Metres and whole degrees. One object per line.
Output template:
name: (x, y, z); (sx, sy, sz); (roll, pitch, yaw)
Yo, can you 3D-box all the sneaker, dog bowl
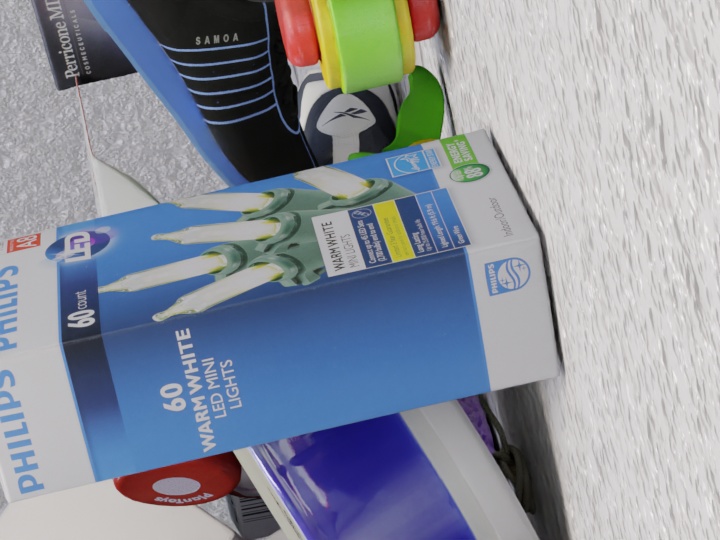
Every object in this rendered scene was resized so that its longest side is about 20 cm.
sneaker: (-0.061, -0.106, 1.053); (0.200, 0.078, 0.070); (51, -164, -39)
sneaker: (0.000, 0.000, 1.183); (0.130, 0.079, 0.201); (-90, 1, -60)
dog bowl: (0.002, 0.087, 0.907); (0.201, 0.078, 0.200); (56, 172, 12)

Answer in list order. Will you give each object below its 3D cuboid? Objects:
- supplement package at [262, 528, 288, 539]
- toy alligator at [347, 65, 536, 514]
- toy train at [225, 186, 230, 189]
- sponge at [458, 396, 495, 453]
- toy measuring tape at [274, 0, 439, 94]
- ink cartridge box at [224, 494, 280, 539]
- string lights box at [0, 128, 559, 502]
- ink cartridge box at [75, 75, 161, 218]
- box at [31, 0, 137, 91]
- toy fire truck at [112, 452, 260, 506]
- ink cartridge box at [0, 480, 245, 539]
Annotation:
supplement package: (0.009, 0.249, 1.123); (0.200, 0.110, 0.156); (51, 163, 32)
toy alligator: (0.028, 0.012, 0.929); (0.059, 0.054, 0.202); (99, 159, -83)
toy train: (-0.060, -0.024, 1.205); (0.056, 0.041, 0.202); (-30, -67, -78)
sponge: (0.063, 0.157, 1.114); (0.201, 0.030, 0.112); (82, 175, -60)
toy measuring tape: (-0.002, -0.102, 0.930); (0.200, 0.073, 0.074); (92, 165, -79)
ink cartridge box: (-0.082, 0.058, 1.329); (0.200, 0.043, 0.198); (170, 89, -81)
string lights box: (-0.037, 0.014, 0.775); (0.103, 0.198, 0.059); (-110, 8, -64)
ink cartridge box: (-0.130, 0.004, 1.297); (0.163, 0.056, 0.201); (90, 172, -53)
box: (-0.114, -0.234, 1.278); (0.201, 0.197, 0.124); (80, 177, -46)
toy fire truck: (-0.031, 0.061, 1.112); (0.168, 0.199, 0.113); (30, -133, -49)
ink cartridge box: (-0.122, 0.197, 1.238); (0.128, 0.126, 0.200); (30, 170, 25)
